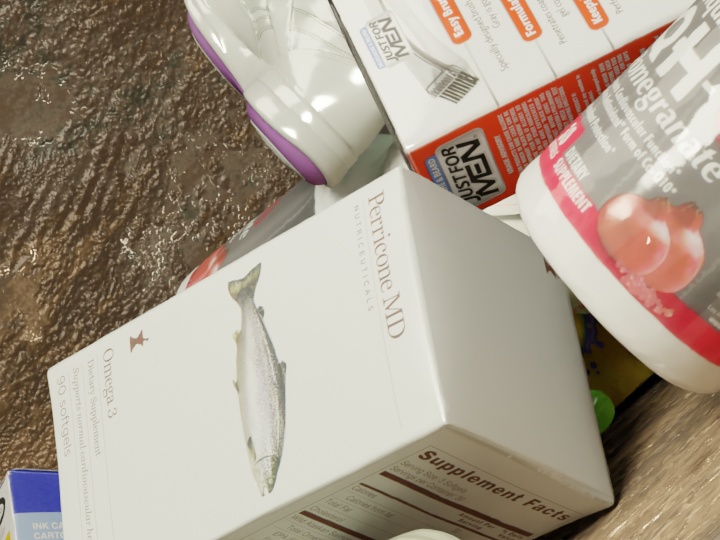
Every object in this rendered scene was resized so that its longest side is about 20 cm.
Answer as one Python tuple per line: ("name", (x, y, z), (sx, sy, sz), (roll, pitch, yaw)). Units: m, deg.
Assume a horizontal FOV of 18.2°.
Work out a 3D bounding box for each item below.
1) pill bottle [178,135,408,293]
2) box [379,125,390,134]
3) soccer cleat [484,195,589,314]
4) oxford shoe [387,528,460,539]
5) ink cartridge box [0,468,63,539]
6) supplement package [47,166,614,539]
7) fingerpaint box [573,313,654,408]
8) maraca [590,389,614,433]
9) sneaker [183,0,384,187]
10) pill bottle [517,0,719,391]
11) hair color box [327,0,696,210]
("pill bottle", (0.000, 0.000, 1.155), (0.200, 0.111, 0.111), (-37, 5, 39))
("box", (0.047, -0.114, 1.207), (0.176, 0.200, 0.097), (-33, 5, 45))
("soccer cleat", (0.099, -0.005, 0.983), (0.200, 0.069, 0.078), (30, 84, 46))
("oxford shoe", (-0.015, 0.156, 0.857), (0.058, 0.075, 0.200), (-52, 7, -37))
("ink cartridge box", (-0.147, 0.189, 1.075), (0.076, 0.201, 0.137), (5, -41, -27))
("supplement package", (-0.016, 0.066, 0.912), (0.199, 0.117, 0.117), (-29, -36, 29))
("fingerpaint box", (0.167, -0.028, 1.093), (0.200, 0.073, 0.167), (-47, -2, 33))
("maraca", (0.043, 0.077, 1.004), (0.137, 0.107, 0.200), (-51, 27, 0))
("sneaker", (-0.024, -0.117, 1.122), (0.100, 0.075, 0.200), (-42, 39, 5))
("pill bottle", (0.162, -0.059, 0.815), (0.200, 0.111, 0.111), (-45, 0, 17))
("hair color box", (0.095, -0.114, 0.911), (0.199, 0.111, 0.064), (-25, -36, 1))
